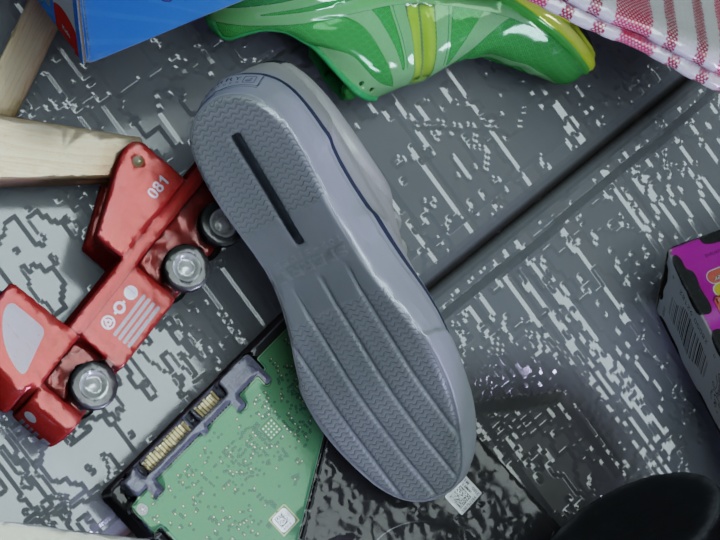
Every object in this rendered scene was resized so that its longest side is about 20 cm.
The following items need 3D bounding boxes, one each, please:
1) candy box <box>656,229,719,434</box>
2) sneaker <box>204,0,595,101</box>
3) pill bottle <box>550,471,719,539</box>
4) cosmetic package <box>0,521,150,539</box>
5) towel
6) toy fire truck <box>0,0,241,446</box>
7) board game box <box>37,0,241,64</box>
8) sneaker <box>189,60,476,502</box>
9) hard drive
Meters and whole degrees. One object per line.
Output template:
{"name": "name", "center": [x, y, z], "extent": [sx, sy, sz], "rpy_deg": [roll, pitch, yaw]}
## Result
{"name": "candy box", "center": [0.237, 0.063, 0.942], "extent": [0.135, 0.061, 0.201], "rpy_deg": [-18, 61, -9]}
{"name": "sneaker", "center": [0.016, -0.118, 0.955], "extent": [0.199, 0.074, 0.084], "rpy_deg": [13, 115, -26]}
{"name": "pill bottle", "center": [0.156, 0.192, 0.894], "extent": [0.112, 0.112, 0.201], "rpy_deg": [-36, 108, -20]}
{"name": "cosmetic package", "center": [-0.149, 0.202, 0.827], "extent": [0.103, 0.087, 0.202], "rpy_deg": [10, 79, -15]}
{"name": "towel", "center": [0.091, -0.155, 0.960], "extent": [0.199, 0.030, 0.147], "rpy_deg": [22, 36, -12]}
{"name": "toy fire truck", "center": [-0.121, -0.042, 0.898], "extent": [0.141, 0.049, 0.200], "rpy_deg": [40, 72, -8]}
{"name": "board game box", "center": [-0.075, -0.199, 0.884], "extent": [0.199, 0.056, 0.196], "rpy_deg": [-25, 54, -21]}
{"name": "sneaker", "center": [0.000, 0.000, 0.881], "extent": [0.201, 0.073, 0.071], "rpy_deg": [65, 29, -15]}
{"name": "hard drive", "center": [0.002, 0.122, 0.918], "extent": [0.200, 0.038, 0.140], "rpy_deg": [47, 70, -7]}
